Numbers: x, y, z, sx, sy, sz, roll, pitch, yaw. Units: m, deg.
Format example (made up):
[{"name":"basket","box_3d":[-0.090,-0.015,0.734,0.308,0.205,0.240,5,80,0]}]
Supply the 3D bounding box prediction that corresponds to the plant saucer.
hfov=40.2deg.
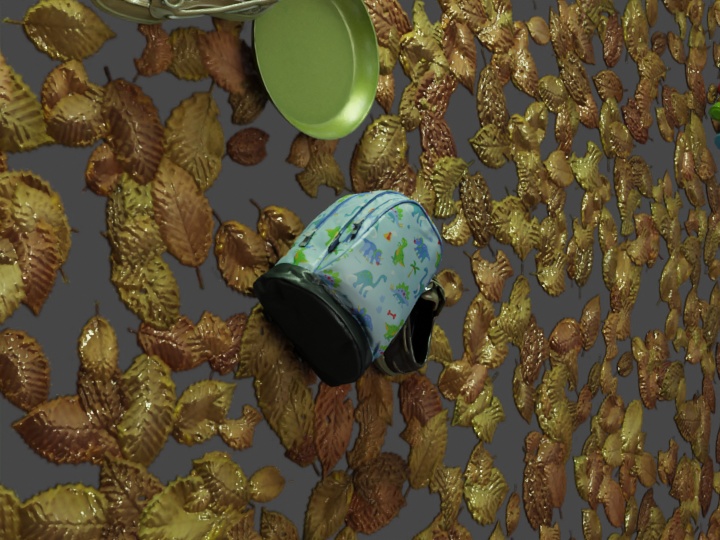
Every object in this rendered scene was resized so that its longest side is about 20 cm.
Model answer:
[{"name":"plant saucer","box_3d":[-0.054,-0.246,1.104,0.200,0.031,0.201,1,89,-48]}]

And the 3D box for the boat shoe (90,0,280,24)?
[{"name":"boat shoe","box_3d":[-0.163,-0.278,0.945,0.199,0.063,0.074,-12,97,-37]}]

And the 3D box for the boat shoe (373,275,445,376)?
[{"name":"boat shoe","box_3d":[0.071,0.032,1.204,0.074,0.073,0.201,20,74,-46]}]

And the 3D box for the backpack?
[{"name":"backpack","box_3d":[0.000,0.000,1.092,0.163,0.153,0.200,56,38,-22]}]

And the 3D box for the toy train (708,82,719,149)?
[{"name":"toy train","box_3d":[0.738,-0.346,1.969,0.116,0.085,0.200,-43,120,-25]}]
